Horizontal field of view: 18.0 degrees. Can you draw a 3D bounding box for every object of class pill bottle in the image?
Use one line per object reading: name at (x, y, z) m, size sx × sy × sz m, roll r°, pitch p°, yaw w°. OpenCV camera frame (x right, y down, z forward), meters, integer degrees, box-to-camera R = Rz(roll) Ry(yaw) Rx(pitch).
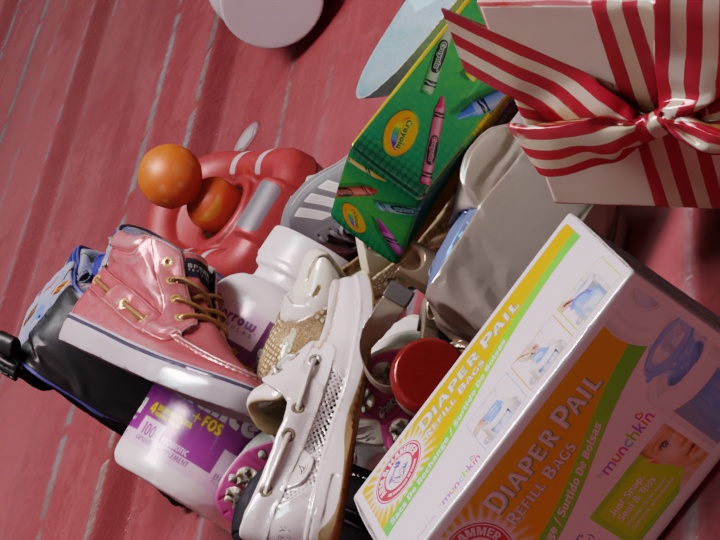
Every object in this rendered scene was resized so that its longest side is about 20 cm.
pill bottle at (-0.091, -0.284, 2.108) m, size 0.113 × 0.113 × 0.200 m, roll -49°, pitch 23°, yaw 15°
pill bottle at (-0.076, 0.074, 1.582) m, size 0.200 × 0.112 × 0.112 m, roll -59°, pitch 23°, yaw -8°

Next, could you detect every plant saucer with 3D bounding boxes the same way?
plant saucer at (0.071, -0.190, 1.583) m, size 0.201 × 0.039 × 0.201 m, roll -52°, pitch 10°, yaw 13°

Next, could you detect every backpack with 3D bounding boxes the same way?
backpack at (-0.166, 0.053, 1.710) m, size 0.154 × 0.200 × 0.190 m, roll -51°, pitch 16°, yaw -1°

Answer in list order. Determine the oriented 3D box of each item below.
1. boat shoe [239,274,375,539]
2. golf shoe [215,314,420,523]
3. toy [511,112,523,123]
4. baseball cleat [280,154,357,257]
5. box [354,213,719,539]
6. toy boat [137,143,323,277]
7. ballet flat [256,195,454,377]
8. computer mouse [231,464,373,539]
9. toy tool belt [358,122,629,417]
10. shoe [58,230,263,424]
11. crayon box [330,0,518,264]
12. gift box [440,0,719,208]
boat shoe at (-0.033, 0.079, 1.358) m, size 0.071 × 0.069 × 0.200 m, roll 97°, pitch -177°, yaw -49°
golf shoe at (-0.013, 0.102, 1.490) m, size 0.200 × 0.075 × 0.092 m, roll -37°, pitch 17°, yaw 27°
toy at (0.118, -0.146, 1.586) m, size 0.115 × 0.047 × 0.200 m, roll -52°, pitch 27°, yaw -1°
baseball cleat at (0.003, -0.039, 1.642) m, size 0.200 × 0.070 × 0.107 m, roll -49°, pitch 38°, yaw 43°
box at (0.105, 0.090, 1.199) m, size 0.200 × 0.112 × 0.101 m, roll -54°, pitch 22°, yaw 7°
toy boat at (-0.122, -0.055, 1.828) m, size 0.131 × 0.131 × 0.200 m, roll -60°, pitch 23°, yaw -13°
ballet flat at (0.000, 0.000, 1.508) m, size 0.200 × 0.065 × 0.070 m, roll -37°, pitch 20°, yaw -14°
computer mouse at (-0.003, 0.127, 1.388) m, size 0.200 × 0.046 × 0.141 m, roll 12°, pitch 67°, yaw 49°
toy tool belt at (0.080, 0.015, 1.380) m, size 0.200 × 0.125 × 0.123 m, roll -58°, pitch -9°, yaw -15°
shoe at (-0.118, 0.034, 1.511) m, size 0.200 × 0.071 × 0.091 m, roll 20°, pitch 82°, yaw 46°
crayon box at (0.065, -0.111, 1.426) m, size 0.200 × 0.058 × 0.119 m, roll -52°, pitch -6°, yaw -19°
gift box at (0.164, -0.145, 1.224) m, size 0.184 × 0.200 × 0.187 m, roll -1°, pitch 51°, yaw 30°
